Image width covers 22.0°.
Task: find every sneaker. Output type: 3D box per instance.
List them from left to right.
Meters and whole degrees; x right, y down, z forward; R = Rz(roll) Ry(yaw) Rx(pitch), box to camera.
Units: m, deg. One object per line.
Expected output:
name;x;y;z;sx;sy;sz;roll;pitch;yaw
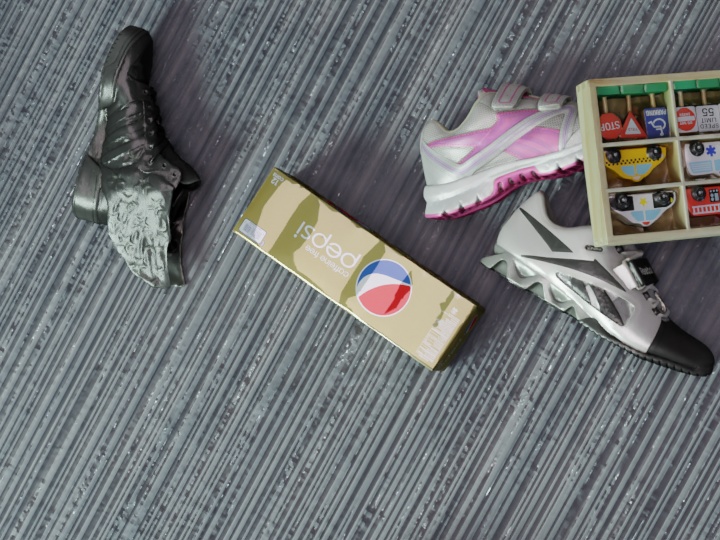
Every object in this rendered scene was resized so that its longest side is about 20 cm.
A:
sneaker;-0.172;-0.093;1.527;0.104;0.060;0.201;17;96;12
sneaker;0.131;-0.111;1.456;0.199;0.081;0.089;-21;85;9
sneaker;0.198;0.008;1.440;0.200;0.074;0.089;32;95;10

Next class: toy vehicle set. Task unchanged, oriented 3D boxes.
toy vehicle set;0.266;-0.089;1.412;0.199;0.027;0.125;-6;86;-16

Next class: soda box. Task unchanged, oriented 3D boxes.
soda box;0.000;0.000;1.482;0.200;0.068;0.064;35;94;11
